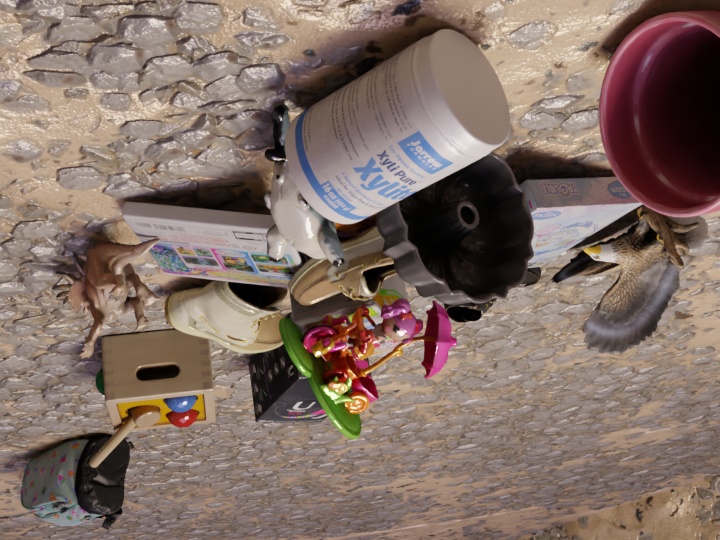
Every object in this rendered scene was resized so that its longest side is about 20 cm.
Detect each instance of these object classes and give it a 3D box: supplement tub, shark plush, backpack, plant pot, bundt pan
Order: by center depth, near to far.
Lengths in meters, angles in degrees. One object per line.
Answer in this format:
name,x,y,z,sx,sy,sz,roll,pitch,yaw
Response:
supplement tub,0.034,-0.140,1.250,0.200,0.132,0.132,-26,151,36
plant pot,0.374,-0.164,1.265,0.179,0.201,0.200,-11,162,-35
shark plush,-0.074,-0.089,1.360,0.091,0.083,0.200,-6,127,31
bundt pan,0.098,-0.052,1.400,0.201,0.203,0.076,8,160,-35
backpack,-0.517,0.384,2.254,0.200,0.167,0.127,-23,134,36

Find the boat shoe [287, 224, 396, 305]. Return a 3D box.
boat shoe,0.000,0.000,1.474,0.200,0.067,0.074,-30,158,29

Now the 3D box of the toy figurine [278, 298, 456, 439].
toy figurine,0.024,0.091,1.573,0.184,0.150,0.200,-29,127,11

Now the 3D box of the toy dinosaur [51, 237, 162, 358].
toy dinosaur,-0.315,0.012,1.529,0.086,0.136,0.200,-6,140,-37

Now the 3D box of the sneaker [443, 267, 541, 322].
sneaker,0.175,0.025,1.708,0.200,0.107,0.075,10,151,-36

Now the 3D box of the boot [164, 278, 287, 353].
boot,-0.144,0.054,1.693,0.200,0.072,0.154,18,151,-38

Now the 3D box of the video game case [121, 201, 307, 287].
video game case,-0.167,-0.028,1.502,0.199,0.024,0.182,6,159,10

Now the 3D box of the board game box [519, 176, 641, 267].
board game box,0.220,-0.056,1.575,0.200,0.044,0.199,-5,160,-40

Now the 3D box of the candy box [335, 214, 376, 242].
candy box,0.021,-0.066,1.510,0.200,0.057,0.117,11,150,-35

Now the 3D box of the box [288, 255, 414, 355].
box,-0.010,0.040,1.683,0.112,0.102,0.200,-15,156,14

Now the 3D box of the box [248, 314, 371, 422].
box,-0.081,0.154,1.913,0.122,0.106,0.200,2,154,-24

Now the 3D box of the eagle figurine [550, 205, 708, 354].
eagle figurine,0.354,-0.008,1.661,0.151,0.152,0.200,28,135,5

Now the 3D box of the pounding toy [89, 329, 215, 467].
pounding toy,-0.319,0.192,1.870,0.199,0.143,0.184,-6,156,-8
